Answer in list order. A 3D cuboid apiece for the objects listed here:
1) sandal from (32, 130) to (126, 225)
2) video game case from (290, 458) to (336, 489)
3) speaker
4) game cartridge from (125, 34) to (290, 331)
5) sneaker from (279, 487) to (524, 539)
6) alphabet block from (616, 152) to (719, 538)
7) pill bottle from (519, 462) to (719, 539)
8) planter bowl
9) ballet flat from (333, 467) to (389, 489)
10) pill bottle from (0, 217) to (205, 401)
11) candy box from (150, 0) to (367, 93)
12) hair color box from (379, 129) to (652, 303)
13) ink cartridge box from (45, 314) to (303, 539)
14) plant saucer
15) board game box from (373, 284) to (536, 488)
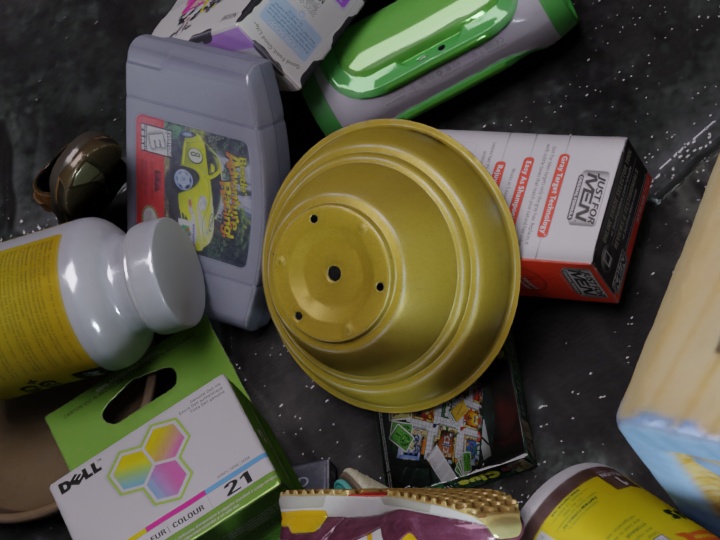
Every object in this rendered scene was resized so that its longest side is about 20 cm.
[{"bbox_3d":[-0.214,-0.064,1.859,0.055,0.200,0.082,37,79,5],"label":"sandal"},{"bbox_3d":[-0.084,0.232,1.714,0.142,0.019,0.201,-13,55,20],"label":"video game case"},{"bbox_3d":[0.055,-0.166,1.840,0.200,0.088,0.089,-27,52,11],"label":"speaker"},{"bbox_3d":[-0.109,-0.061,1.813,0.133,0.201,0.041,13,24,31],"label":"game cartridge"},{"bbox_3d":[0.027,0.181,1.574,0.200,0.075,0.090,-4,86,50],"label":"sneaker"},{"bbox_3d":[0.296,0.060,1.509,0.196,0.195,0.200,12,69,31],"label":"alphabet block"},{"bbox_3d":[0.187,0.206,1.528,0.200,0.109,0.109,33,80,37],"label":"pill bottle"},{"bbox_3d":[0.000,0.000,1.682,0.200,0.083,0.201,3,95,29],"label":"planter bowl"},{"bbox_3d":[0.049,0.204,1.645,0.062,0.068,0.200,-18,53,-18],"label":"ballet flat"},{"bbox_3d":[-0.217,0.026,1.811,0.199,0.112,0.112,-15,56,21],"label":"pill bottle"},{"bbox_3d":[-0.056,-0.216,1.876,0.168,0.072,0.200,-8,42,57],"label":"candy box"},{"bbox_3d":[0.089,-0.040,1.734,0.199,0.061,0.102,5,64,30],"label":"hair color box"},{"bbox_3d":[-0.141,0.125,1.741,0.148,0.076,0.200,-33,55,3],"label":"ink cartridge box"},{"bbox_3d":[-0.233,0.098,1.867,0.200,0.029,0.201,-13,57,21],"label":"plant saucer"},{"bbox_3d":[0.056,0.061,1.741,0.105,0.023,0.200,-20,54,18],"label":"board game box"}]
